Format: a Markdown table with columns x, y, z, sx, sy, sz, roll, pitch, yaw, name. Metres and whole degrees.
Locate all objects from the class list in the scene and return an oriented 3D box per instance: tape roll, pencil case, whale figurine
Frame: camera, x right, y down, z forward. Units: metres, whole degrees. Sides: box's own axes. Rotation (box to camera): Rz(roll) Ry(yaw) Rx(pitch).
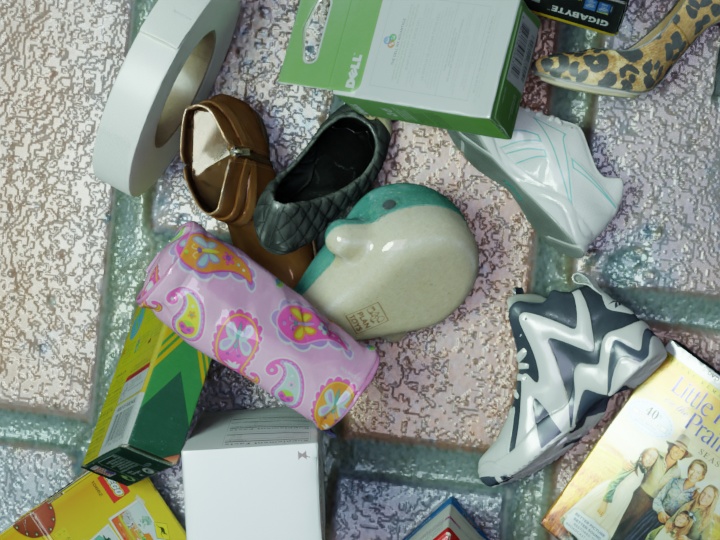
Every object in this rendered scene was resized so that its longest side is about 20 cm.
| x | y | z | sx | sy | sz | roll | pitch | yaw | name |
| --- | --- | --- | --- | --- | --- | --- | --- | --- | --- |
| -0.159 | -0.158 | 1.318 | 0.037 | 0.203 | 0.204 | 27 | 95 | 4 | tape roll |
| -0.080 | 0.047 | 1.272 | 0.199 | 0.087 | 0.088 | 35 | 95 | -15 | pencil case |
| 0.000 | 0.000 | 1.354 | 0.199 | 0.159 | 0.104 | -27 | 49 | 5 | whale figurine |

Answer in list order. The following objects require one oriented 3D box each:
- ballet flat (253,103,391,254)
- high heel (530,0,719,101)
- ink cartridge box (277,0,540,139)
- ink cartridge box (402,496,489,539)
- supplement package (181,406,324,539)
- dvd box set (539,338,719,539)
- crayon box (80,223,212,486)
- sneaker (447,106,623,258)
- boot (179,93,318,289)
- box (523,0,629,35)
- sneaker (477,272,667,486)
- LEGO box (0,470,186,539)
| x | y | z | sx | sy | sz | roll | pitch | yaw | name |
| --- | --- | --- | --- | --- | --- | --- | --- | --- | --- |
| -0.023 | -0.087 | 1.332 | 0.066 | 0.200 | 0.057 | 31 | 140 | 5 | ballet flat |
| 0.240 | -0.218 | 1.341 | 0.198 | 0.071 | 0.144 | 1 | 99 | -11 | high heel |
| 0.040 | -0.180 | 1.324 | 0.198 | 0.059 | 0.105 | 12 | 83 | 26 | ink cartridge box |
| 0.087 | 0.268 | 1.317 | 0.067 | 0.200 | 0.116 | -41 | 89 | 5 | ink cartridge box |
| -0.085 | 0.183 | 1.323 | 0.108 | 0.200 | 0.115 | -3 | 92 | -1 | supplement package |
| 0.267 | 0.182 | 1.360 | 0.146 | 0.029 | 0.201 | 38 | 100 | 17 | dvd box set |
| -0.165 | 0.073 | 1.342 | 0.050 | 0.127 | 0.202 | 24 | 67 | -18 | crayon box |
| 0.143 | -0.106 | 1.369 | 0.080 | 0.070 | 0.200 | -44 | 91 | -11 | sneaker |
| -0.099 | -0.049 | 1.340 | 0.073 | 0.155 | 0.202 | -20 | 90 | 10 | boot |
| 0.141 | -0.295 | 1.327 | 0.198 | 0.049 | 0.161 | 16 | 61 | 4 | box |
| 0.152 | 0.084 | 1.370 | 0.199 | 0.079 | 0.130 | -47 | 67 | 26 | sneaker |
| -0.207 | 0.273 | 1.362 | 0.077 | 0.149 | 0.201 | -34 | 89 | 30 | LEGO box |
